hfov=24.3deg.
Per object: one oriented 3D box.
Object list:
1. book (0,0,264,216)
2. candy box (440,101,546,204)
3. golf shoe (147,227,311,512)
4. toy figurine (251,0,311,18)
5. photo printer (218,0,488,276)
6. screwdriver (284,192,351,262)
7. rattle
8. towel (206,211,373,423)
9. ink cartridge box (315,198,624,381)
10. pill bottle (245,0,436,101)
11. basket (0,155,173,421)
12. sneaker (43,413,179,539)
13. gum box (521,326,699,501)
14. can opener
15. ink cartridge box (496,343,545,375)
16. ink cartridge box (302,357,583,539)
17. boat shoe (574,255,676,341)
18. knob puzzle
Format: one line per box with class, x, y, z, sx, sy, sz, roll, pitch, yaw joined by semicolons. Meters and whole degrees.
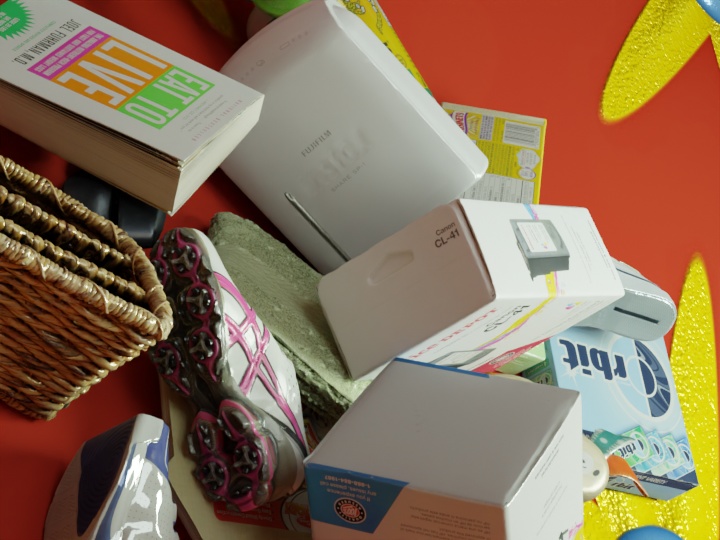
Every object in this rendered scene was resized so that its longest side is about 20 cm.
book;-0.186;-0.130;1.204;0.200;0.048;0.134;26;38;10
candy box;0.111;-0.093;1.493;0.102;0.026;0.200;8;31;5
golf shoe;-0.091;0.065;1.164;0.092;0.073;0.200;-11;82;-56
toy figurine;-0.117;-0.298;1.304;0.200;0.150;0.184;45;3;17
photo printer;-0.024;-0.105;1.327;0.200;0.166;0.069;47;19;-12
screwdriver;0.000;0.000;1.322;0.200;0.028;0.029;48;19;-29
rattle;0.168;0.127;1.350;0.200;0.143;0.130;14;40;-11
towel;-0.042;0.042;1.267;0.200;0.036;0.148;36;26;-14
ink cartridge box;0.086;0.016;1.272;0.200;0.148;0.086;-2;64;-55
pill bottle;-0.027;-0.189;1.422;0.113;0.113;0.200;-24;83;-51
basket;-0.225;-0.022;1.066;0.200;0.149;0.143;31;45;-27
sneaker;-0.138;0.203;1.063;0.115;0.081;0.200;29;52;-35
gum box;0.219;0.100;1.530;0.170;0.045;0.200;16;52;-38
can opener;-0.182;-0.080;1.229;0.078;0.063;0.200;7;44;-12
ink cartridge box;0.086;-0.018;1.474;0.145;0.048;0.200;19;54;-37
ink cartridge box;0.065;0.190;1.153;0.145;0.147;0.200;-47;139;-51
boat shoe;0.187;0.011;1.482;0.200;0.074;0.067;24;20;-30
knob puzzle;-0.066;0.161;1.196;0.219;0.030;0.220;27;46;-32
